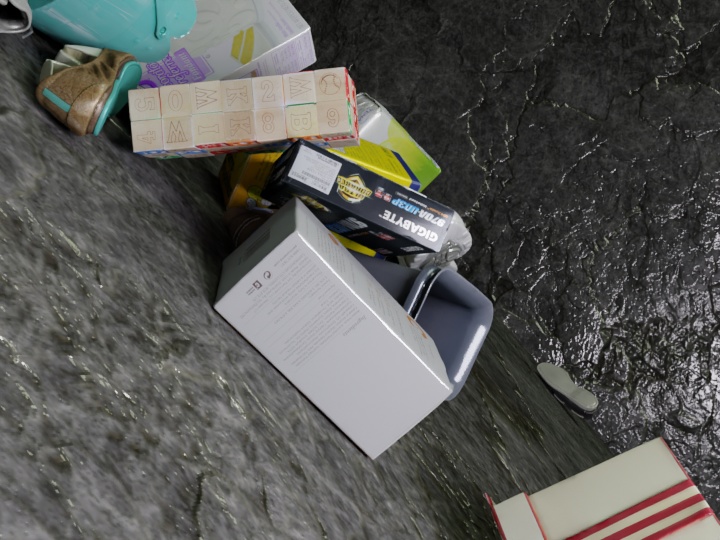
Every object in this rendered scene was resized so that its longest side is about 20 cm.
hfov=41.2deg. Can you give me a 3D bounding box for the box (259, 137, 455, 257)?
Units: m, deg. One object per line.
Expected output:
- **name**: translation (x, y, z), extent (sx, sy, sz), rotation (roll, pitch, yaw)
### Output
- **box**: translation (-0.011, -0.066, 0.946), extent (0.159, 0.046, 0.200), rotation (25, -5, -11)

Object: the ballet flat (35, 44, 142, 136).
- **ballet flat**: translation (-0.245, -0.168, 0.853), extent (0.072, 0.068, 0.200), rotation (26, 18, -12)

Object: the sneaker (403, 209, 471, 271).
- **sneaker**: translation (0.072, -0.045, 1.123), extent (0.200, 0.078, 0.100), rotation (107, -37, -75)

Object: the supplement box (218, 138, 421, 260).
- **supplement box**: translation (-0.050, -0.105, 1.112), extent (0.200, 0.110, 0.109), rotation (19, 21, -22)

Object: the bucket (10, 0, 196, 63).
- **bucket**: translation (-0.258, -0.307, 0.916), extent (0.207, 0.207, 0.135), rotation (53, 14, 22)

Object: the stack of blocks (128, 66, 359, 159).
- **stack of blocks**: translation (-0.105, -0.144, 0.909), extent (0.115, 0.200, 0.059), rotation (-20, 106, -86)

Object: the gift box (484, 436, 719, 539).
- **gift box**: translation (0.210, 0.261, 0.796), extent (0.200, 0.187, 0.185), rotation (62, 4, -27)

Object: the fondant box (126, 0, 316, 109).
- **fondant box**: translation (-0.169, -0.238, 1.012), extent (0.144, 0.200, 0.058), rotation (53, -10, 23)

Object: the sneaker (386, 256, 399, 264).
- **sneaker**: translation (0.000, 0.000, 1.179), extent (0.200, 0.087, 0.074), rotation (42, 3, -43)

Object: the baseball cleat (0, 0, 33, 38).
- **baseball cleat**: translation (-0.331, -0.258, 0.753), extent (0.200, 0.070, 0.106), rotation (35, 16, -54)

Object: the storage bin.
- **storage bin**: translation (0.040, 0.060, 1.065), extent (0.134, 0.146, 0.200), rotation (23, -5, 30)

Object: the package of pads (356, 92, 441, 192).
- **package of pads**: translation (-0.015, -0.114, 1.247), extent (0.154, 0.200, 0.068), rotation (40, 6, -42)

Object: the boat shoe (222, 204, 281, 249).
- **boat shoe**: translation (-0.082, -0.034, 1.009), extent (0.072, 0.072, 0.200), rotation (43, 3, 16)

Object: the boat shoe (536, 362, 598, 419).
- **boat shoe**: translation (0.553, 0.325, 2.581), extent (0.200, 0.074, 0.060), rotation (36, -40, 32)

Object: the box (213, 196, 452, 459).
- **box**: translation (-0.025, 0.048, 0.856), extent (0.200, 0.097, 0.124), rotation (46, 9, -15)
